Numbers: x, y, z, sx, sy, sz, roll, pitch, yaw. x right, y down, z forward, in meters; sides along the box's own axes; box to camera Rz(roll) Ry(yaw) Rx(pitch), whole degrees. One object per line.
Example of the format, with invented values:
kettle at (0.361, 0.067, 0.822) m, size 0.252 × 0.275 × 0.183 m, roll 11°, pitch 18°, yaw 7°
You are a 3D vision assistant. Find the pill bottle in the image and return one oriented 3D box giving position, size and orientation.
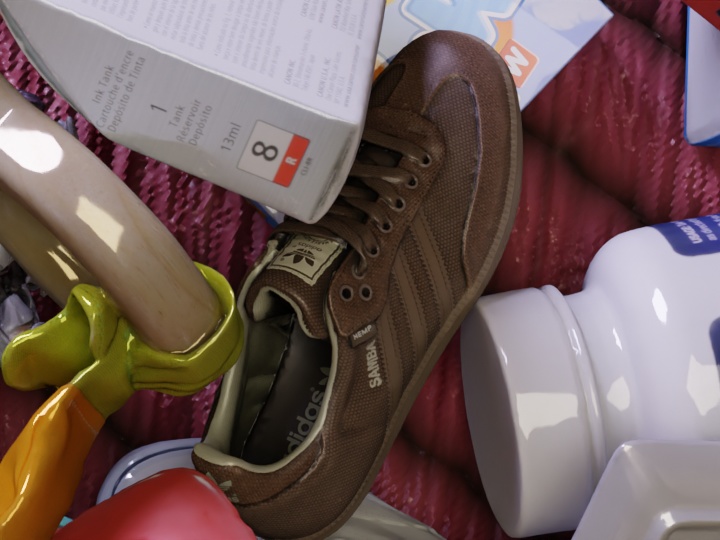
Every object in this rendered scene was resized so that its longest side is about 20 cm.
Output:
pill bottle at (0.144, 0.037, 0.991) m, size 0.199 × 0.120 × 0.120 m, roll -9°, pitch 88°, yaw -9°

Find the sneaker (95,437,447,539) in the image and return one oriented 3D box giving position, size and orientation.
sneaker at (-0.001, 0.113, 0.990) m, size 0.200 × 0.071 × 0.073 m, roll 20°, pitch 84°, yaw -7°

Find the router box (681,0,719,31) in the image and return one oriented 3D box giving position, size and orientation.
router box at (0.191, -0.167, 0.960) m, size 0.179 × 0.049 × 0.200 m, roll 37°, pitch 82°, yaw -3°

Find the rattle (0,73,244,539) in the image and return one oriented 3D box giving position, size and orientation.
rattle at (-0.147, -0.008, 0.885) m, size 0.143 × 0.130 × 0.200 m, roll -43°, pitch 103°, yaw 3°

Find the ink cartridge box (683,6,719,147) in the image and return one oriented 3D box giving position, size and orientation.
ink cartridge box at (0.233, -0.117, 1.030) m, size 0.199 × 0.084 × 0.146 m, roll 3°, pitch 86°, yaw -8°

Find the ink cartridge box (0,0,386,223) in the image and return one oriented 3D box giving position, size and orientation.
ink cartridge box at (-0.090, -0.103, 0.909) m, size 0.200 × 0.162 × 0.050 m, roll 19°, pitch 121°, yaw -6°

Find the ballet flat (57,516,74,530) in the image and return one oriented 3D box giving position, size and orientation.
ballet flat at (-0.142, 0.097, 0.929) m, size 0.200 × 0.067 × 0.067 m, roll 40°, pitch 68°, yaw -28°

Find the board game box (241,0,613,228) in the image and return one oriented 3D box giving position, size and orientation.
board game box at (-0.026, -0.114, 1.016) m, size 0.200 × 0.037 × 0.151 m, roll 45°, pitch 82°, yaw -5°

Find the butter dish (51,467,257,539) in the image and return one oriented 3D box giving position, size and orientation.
butter dish at (-0.078, 0.203, 0.881) m, size 0.200 × 0.148 × 0.200 m, roll -34°, pitch 51°, yaw -2°

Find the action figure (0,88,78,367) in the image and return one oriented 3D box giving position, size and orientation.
action figure at (-0.169, -0.041, 0.958) m, size 0.200 × 0.069 × 0.130 m, roll 55°, pitch 37°, yaw -2°

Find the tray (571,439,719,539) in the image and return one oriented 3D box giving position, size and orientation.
tray at (0.103, 0.145, 0.957) m, size 0.107 × 0.022 × 0.200 m, roll 2°, pitch 125°, yaw -31°

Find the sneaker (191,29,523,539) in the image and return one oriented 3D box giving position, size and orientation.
sneaker at (0.000, 0.000, 0.944) m, size 0.070 × 0.076 × 0.200 m, roll 15°, pitch 80°, yaw 26°
